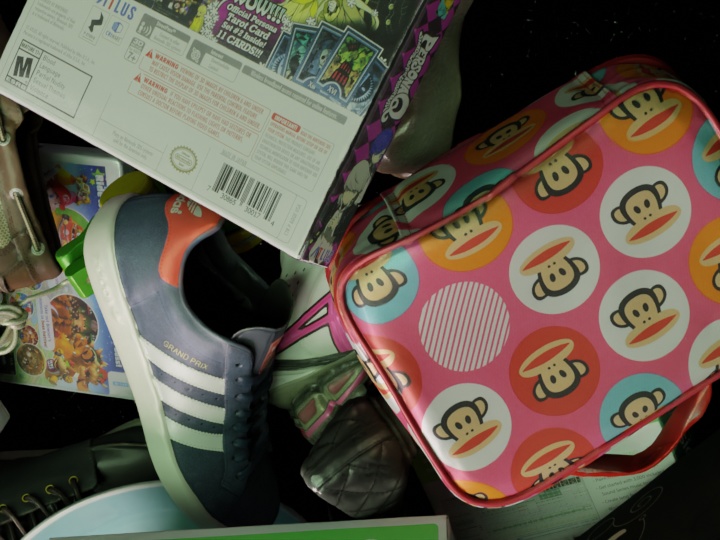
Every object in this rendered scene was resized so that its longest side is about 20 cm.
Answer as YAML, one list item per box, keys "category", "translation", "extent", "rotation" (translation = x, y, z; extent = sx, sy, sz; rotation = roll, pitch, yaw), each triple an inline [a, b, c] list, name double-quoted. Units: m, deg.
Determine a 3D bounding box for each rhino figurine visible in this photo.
- category: "rhino figurine"
  translation: [0.017, -0.138, 1.105]
  extent: [0.087, 0.060, 0.201]
  rotation: [17, 108, 27]

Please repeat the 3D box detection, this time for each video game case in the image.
- category: "video game case"
  translation: [-0.058, -0.124, 1.078]
  extent: [0.200, 0.036, 0.182]
  rotation: [28, 94, 27]
- category: "video game case"
  translation: [-0.211, -0.005, 1.296]
  extent: [0.199, 0.018, 0.144]
  rotation: [6, 113, 23]

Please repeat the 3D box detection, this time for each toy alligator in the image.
- category: "toy alligator"
  translation: [-0.115, -0.022, 1.198]
  extent: [0.200, 0.054, 0.059]
  rotation: [-28, 119, 6]

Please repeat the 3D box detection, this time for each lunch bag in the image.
- category: "lunch bag"
  translation: [0.101, 0.015, 1.076]
  extent: [0.200, 0.082, 0.176]
  rotation: [-30, 109, 3]

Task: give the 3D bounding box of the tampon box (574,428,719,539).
- category: "tampon box"
  translation: [0.167, 0.174, 1.080]
  extent: [0.200, 0.150, 0.126]
  rotation: [-40, 98, 13]

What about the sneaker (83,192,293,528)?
- category: "sneaker"
  translation: [-0.065, 0.050, 1.155]
  extent: [0.084, 0.075, 0.200]
  rotation: [-8, 121, 24]

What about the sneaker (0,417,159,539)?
- category: "sneaker"
  translation: [-0.162, 0.142, 1.284]
  extent: [0.200, 0.106, 0.075]
  rotation: [-14, 106, 30]

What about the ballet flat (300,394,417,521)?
- category: "ballet flat"
  translation: [-0.006, 0.113, 1.176]
  extent: [0.067, 0.057, 0.200]
  rotation: [56, 168, 19]

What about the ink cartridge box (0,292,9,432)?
- category: "ink cartridge box"
  translation: [-0.275, 0.096, 1.269]
  extent: [0.116, 0.200, 0.067]
  rotation: [13, 147, 28]

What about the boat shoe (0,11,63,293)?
- category: "boat shoe"
  translation: [-0.188, -0.089, 1.217]
  extent: [0.075, 0.075, 0.203]
  rotation: [-3, 99, 5]

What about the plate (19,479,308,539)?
- category: "plate"
  translation: [-0.112, 0.184, 1.278]
  extent: [0.200, 0.026, 0.201]
  rotation: [-8, 129, -10]

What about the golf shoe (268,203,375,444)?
- category: "golf shoe"
  translation: [0.000, 0.000, 1.166]
  extent: [0.092, 0.073, 0.200]
  rotation: [43, 123, 4]

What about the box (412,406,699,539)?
- category: "box"
  translation: [0.118, 0.135, 1.193]
  extent: [0.144, 0.036, 0.200]
  rotation: [-17, 104, 30]

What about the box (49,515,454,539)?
- category: "box"
  translation: [-0.044, 0.201, 1.163]
  extent: [0.199, 0.097, 0.177]
  rotation: [-4, 153, 8]
